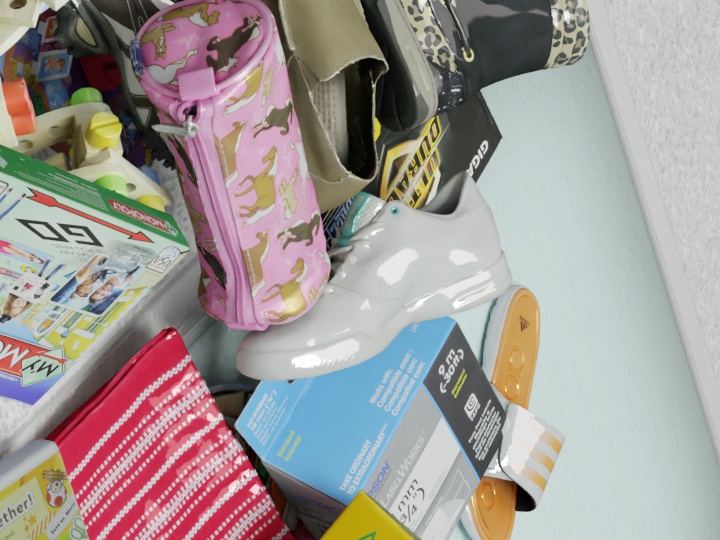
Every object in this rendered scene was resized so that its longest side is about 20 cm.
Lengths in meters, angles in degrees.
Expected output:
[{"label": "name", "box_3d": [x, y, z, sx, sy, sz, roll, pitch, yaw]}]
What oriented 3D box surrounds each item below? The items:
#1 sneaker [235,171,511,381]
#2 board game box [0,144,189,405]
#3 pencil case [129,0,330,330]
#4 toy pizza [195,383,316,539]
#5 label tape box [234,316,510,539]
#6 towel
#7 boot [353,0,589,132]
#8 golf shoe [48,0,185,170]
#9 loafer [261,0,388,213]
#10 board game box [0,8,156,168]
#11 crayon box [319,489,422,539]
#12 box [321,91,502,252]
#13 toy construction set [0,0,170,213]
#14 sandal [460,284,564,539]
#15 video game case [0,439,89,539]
[{"label": "sneaker", "box_3d": [0.000, 0.000, 1.325, 0.200, 0.075, 0.089, -26, 109, -35]}, {"label": "board game box", "box_3d": [-0.198, -0.001, 1.149, 0.200, 0.135, 0.029, 23, 28, -52]}, {"label": "pencil case", "box_3d": [-0.068, -0.056, 1.220, 0.086, 0.083, 0.200, -33, 140, -18]}, {"label": "toy pizza", "box_3d": [-0.074, 0.171, 1.393, 0.200, 0.032, 0.201, 5, 84, -55]}, {"label": "label tape box", "box_3d": [0.014, 0.099, 1.410, 0.145, 0.063, 0.200, -60, 147, -21]}, {"label": "towel", "box_3d": [-0.110, 0.151, 1.311, 0.145, 0.022, 0.201, -44, 116, -35]}, {"label": "boot", "box_3d": [0.050, -0.200, 1.383, 0.153, 0.073, 0.204, -19, 90, -31]}, {"label": "golf shoe", "box_3d": [-0.098, -0.125, 1.242, 0.200, 0.094, 0.078, 48, 28, -41]}, {"label": "loafer", "box_3d": [-0.021, -0.133, 1.311, 0.076, 0.067, 0.201, -15, 100, -49]}, {"label": "board game box", "box_3d": [-0.137, -0.158, 1.314, 0.158, 0.039, 0.201, 26, 67, -52]}, {"label": "crayon box", "box_3d": [-0.004, 0.243, 1.366, 0.173, 0.058, 0.200, -51, 151, -6]}, {"label": "box", "box_3d": [0.008, -0.066, 1.442, 0.200, 0.049, 0.160, -59, 140, -26]}, {"label": "toy construction set", "box_3d": [-0.178, -0.087, 1.166, 0.201, 0.131, 0.092, 82, -6, -45]}, {"label": "sandal", "box_3d": [0.120, 0.107, 1.653, 0.079, 0.059, 0.208, 33, 62, -49]}, {"label": "video game case", "box_3d": [-0.209, 0.217, 1.188, 0.200, 0.023, 0.183, -35, 117, -43]}]
